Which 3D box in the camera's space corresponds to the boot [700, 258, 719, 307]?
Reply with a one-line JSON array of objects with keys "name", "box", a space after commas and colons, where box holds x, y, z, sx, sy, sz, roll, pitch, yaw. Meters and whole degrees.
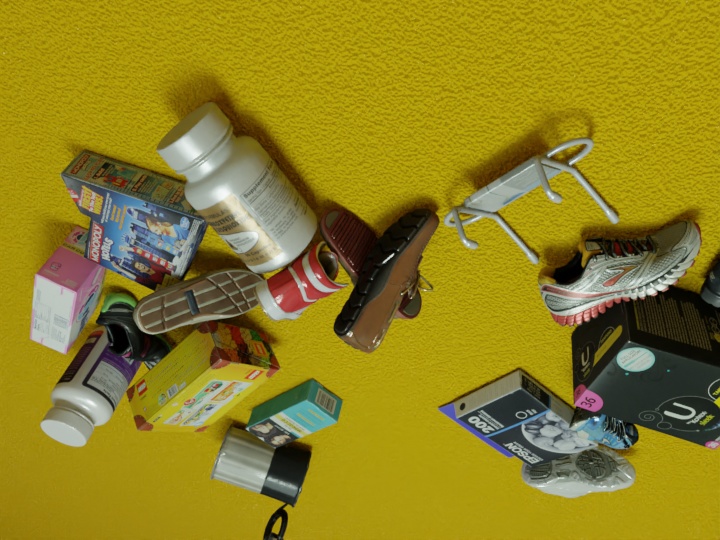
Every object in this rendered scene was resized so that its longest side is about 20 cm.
[{"name": "boot", "box": [0.503, -0.030, 0.672, 0.163, 0.066, 0.201, 9, 131, 6]}]

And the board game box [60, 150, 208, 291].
[{"name": "board game box", "box": [-0.330, -0.074, 0.874, 0.199, 0.062, 0.200, 28, 135, -10]}]

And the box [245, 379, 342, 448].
[{"name": "box", "box": [-0.131, 0.281, 1.168, 0.082, 0.049, 0.199, 40, 131, -21]}]

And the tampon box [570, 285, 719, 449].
[{"name": "tampon box", "box": [0.404, 0.119, 0.795, 0.198, 0.127, 0.151, 16, 135, 1]}]

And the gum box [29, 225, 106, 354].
[{"name": "gum box", "box": [-0.476, 0.039, 0.989, 0.066, 0.114, 0.200, 27, 134, -10]}]

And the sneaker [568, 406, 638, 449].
[{"name": "sneaker", "box": [0.371, 0.221, 0.898, 0.089, 0.079, 0.200, 18, 170, 32]}]

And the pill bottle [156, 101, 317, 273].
[{"name": "pill bottle", "box": [-0.153, -0.102, 0.756, 0.114, 0.115, 0.200, -18, 126, 31]}]

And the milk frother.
[{"name": "milk frother", "box": [-0.224, 0.460, 1.266, 0.187, 0.201, 0.181, 19, 140, -2]}]

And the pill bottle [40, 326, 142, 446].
[{"name": "pill bottle", "box": [-0.487, 0.210, 1.098, 0.110, 0.201, 0.112, 9, 135, 9]}]

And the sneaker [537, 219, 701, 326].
[{"name": "sneaker", "box": [0.310, -0.006, 0.731, 0.199, 0.078, 0.082, -31, 108, 24]}]

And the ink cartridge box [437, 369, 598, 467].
[{"name": "ink cartridge box", "box": [0.267, 0.271, 1.046, 0.198, 0.044, 0.200, 36, 134, -19]}]

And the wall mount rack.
[{"name": "wall mount rack", "box": [0.206, -0.070, 0.715, 0.173, 0.075, 0.199, 4, 153, -46]}]

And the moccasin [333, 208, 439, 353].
[{"name": "moccasin", "box": [0.045, 0.013, 0.778, 0.077, 0.203, 0.073, 30, 173, -30]}]

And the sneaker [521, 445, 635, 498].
[{"name": "sneaker", "box": [0.400, 0.369, 1.089, 0.199, 0.078, 0.099, -14, 135, 39]}]

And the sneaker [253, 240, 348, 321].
[{"name": "sneaker", "box": [-0.071, 0.014, 0.836, 0.112, 0.200, 0.072, -31, 90, 4]}]

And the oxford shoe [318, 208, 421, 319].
[{"name": "oxford shoe", "box": [0.000, 0.000, 0.844, 0.075, 0.071, 0.200, -14, 122, 49]}]

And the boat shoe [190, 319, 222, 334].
[{"name": "boat shoe", "box": [-0.276, 0.136, 1.057, 0.062, 0.072, 0.200, 25, 137, -17]}]

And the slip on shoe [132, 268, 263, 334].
[{"name": "slip on shoe", "box": [-0.243, 0.044, 0.915, 0.060, 0.199, 0.077, 11, 118, 60]}]

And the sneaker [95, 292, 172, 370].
[{"name": "sneaker", "box": [-0.407, 0.131, 1.078, 0.076, 0.084, 0.201, -4, 131, 28]}]

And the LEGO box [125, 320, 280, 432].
[{"name": "LEGO box", "box": [-0.258, 0.181, 0.996, 0.200, 0.077, 0.149, -39, 150, 15]}]
